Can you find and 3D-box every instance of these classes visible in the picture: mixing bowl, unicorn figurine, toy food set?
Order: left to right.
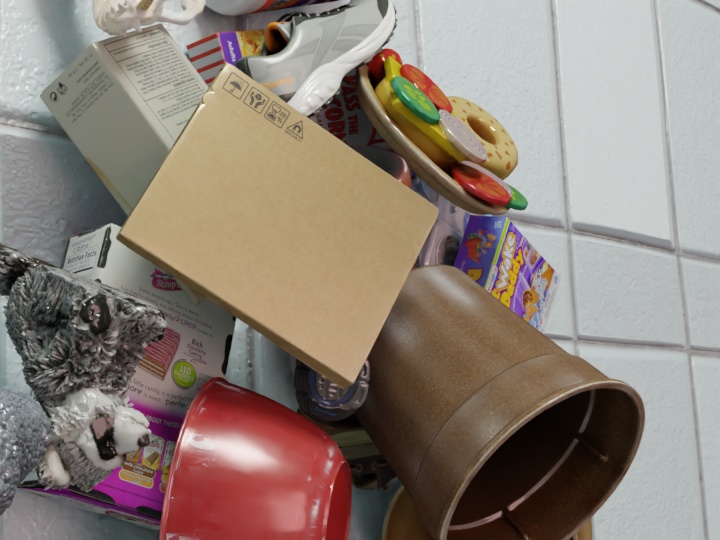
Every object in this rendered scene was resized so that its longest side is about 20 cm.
[{"bbox_3d":[-0.179,-0.227,0.980,0.137,0.200,0.074,-32,139,-46],"label":"unicorn figurine"},{"bbox_3d":[-0.068,0.184,0.958,0.200,0.108,0.201,4,90,-79],"label":"mixing bowl"},{"bbox_3d":[0.075,-0.125,1.159,0.200,0.049,0.198,37,22,-24],"label":"toy food set"}]

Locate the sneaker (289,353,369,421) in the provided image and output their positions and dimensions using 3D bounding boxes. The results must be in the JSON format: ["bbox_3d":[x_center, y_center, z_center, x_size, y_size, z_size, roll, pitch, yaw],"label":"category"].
[{"bbox_3d":[-0.029,0.014,1.007,0.074,0.087,0.201,8,92,-16],"label":"sneaker"}]

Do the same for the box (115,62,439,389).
[{"bbox_3d":[-0.055,-0.034,0.933,0.200,0.021,0.164,34,64,-13],"label":"box"}]

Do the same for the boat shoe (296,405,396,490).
[{"bbox_3d":[0.007,0.162,1.154,0.200,0.072,0.072,9,105,-52],"label":"boat shoe"}]

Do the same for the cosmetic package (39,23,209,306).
[{"bbox_3d":[-0.141,-0.084,0.984,0.200,0.071,0.105,55,30,0],"label":"cosmetic package"}]

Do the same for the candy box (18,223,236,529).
[{"bbox_3d":[-0.174,0.083,0.972,0.136,0.061,0.201,28,62,-39],"label":"candy box"}]

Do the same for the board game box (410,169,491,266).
[{"bbox_3d":[0.087,-0.015,1.263,0.200,0.026,0.201,-37,122,-45],"label":"board game box"}]

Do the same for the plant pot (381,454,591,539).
[{"bbox_3d":[0.143,0.243,1.205,0.200,0.186,0.187,-12,90,-65],"label":"plant pot"}]

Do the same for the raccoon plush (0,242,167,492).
[{"bbox_3d":[-0.218,0.066,0.878,0.097,0.200,0.134,22,89,-54],"label":"raccoon plush"}]

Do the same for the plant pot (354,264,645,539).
[{"bbox_3d":[0.088,0.111,1.035,0.200,0.198,0.201,-24,137,-25],"label":"plant pot"}]

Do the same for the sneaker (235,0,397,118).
[{"bbox_3d":[-0.035,-0.199,1.107,0.079,0.074,0.200,54,48,-17],"label":"sneaker"}]

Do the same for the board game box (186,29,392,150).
[{"bbox_3d":[-0.054,-0.143,1.160,0.200,0.046,0.152,-17,94,-47],"label":"board game box"}]

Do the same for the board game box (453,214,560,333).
[{"bbox_3d":[0.127,0.065,1.264,0.134,0.045,0.201,40,63,-48],"label":"board game box"}]

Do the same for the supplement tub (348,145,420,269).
[{"bbox_3d":[0.000,0.000,1.114,0.107,0.107,0.201,-42,135,-43],"label":"supplement tub"}]

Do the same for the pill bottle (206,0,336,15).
[{"bbox_3d":[-0.054,-0.294,1.146,0.200,0.111,0.112,-22,97,-46],"label":"pill bottle"}]

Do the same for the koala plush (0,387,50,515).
[{"bbox_3d":[-0.309,0.100,0.746,0.200,0.177,0.184,42,71,-11],"label":"koala plush"}]
